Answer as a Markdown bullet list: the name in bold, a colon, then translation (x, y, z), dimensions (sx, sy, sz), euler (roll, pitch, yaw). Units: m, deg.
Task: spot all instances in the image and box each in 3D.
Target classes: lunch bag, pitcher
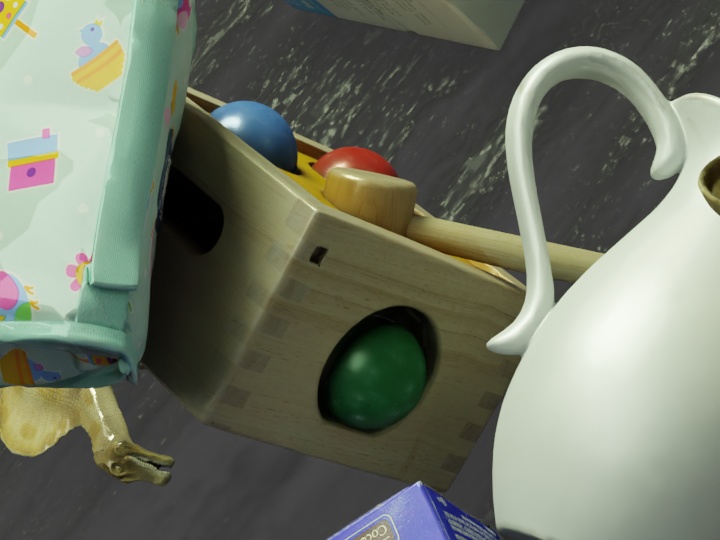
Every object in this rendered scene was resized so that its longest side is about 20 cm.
- **lunch bag**: translation (-0.138, -0.039, 0.838), dimensions (0.199, 0.121, 0.172), euler (-6, 70, 49)
- **pitcher**: translation (0.111, 0.021, 0.811), dimensions (0.170, 0.121, 0.201), euler (26, 76, 8)

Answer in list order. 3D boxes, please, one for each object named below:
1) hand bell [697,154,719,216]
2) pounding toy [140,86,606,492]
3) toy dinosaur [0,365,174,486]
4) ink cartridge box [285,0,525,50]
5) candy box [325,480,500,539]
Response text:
- **hand bell**: translation (0.181, 0.058, 0.733), dimensions (0.103, 0.202, 0.104), euler (-7, 19, 3)
- **pounding toy**: translation (0.000, 0.000, 0.906), dimensions (0.200, 0.183, 0.143), euler (38, 103, 45)
- **toy dinosaur**: translation (-0.165, 0.048, 1.077), dimensions (0.199, 0.058, 0.102), euler (22, 80, 44)
- **ink cartridge box**: translation (0.037, -0.184, 1.047), dimensions (0.199, 0.067, 0.117), euler (19, 77, 44)
- **candy box**: translation (0.008, 0.210, 0.738), dimensions (0.168, 0.077, 0.201), euler (-34, 56, 15)
